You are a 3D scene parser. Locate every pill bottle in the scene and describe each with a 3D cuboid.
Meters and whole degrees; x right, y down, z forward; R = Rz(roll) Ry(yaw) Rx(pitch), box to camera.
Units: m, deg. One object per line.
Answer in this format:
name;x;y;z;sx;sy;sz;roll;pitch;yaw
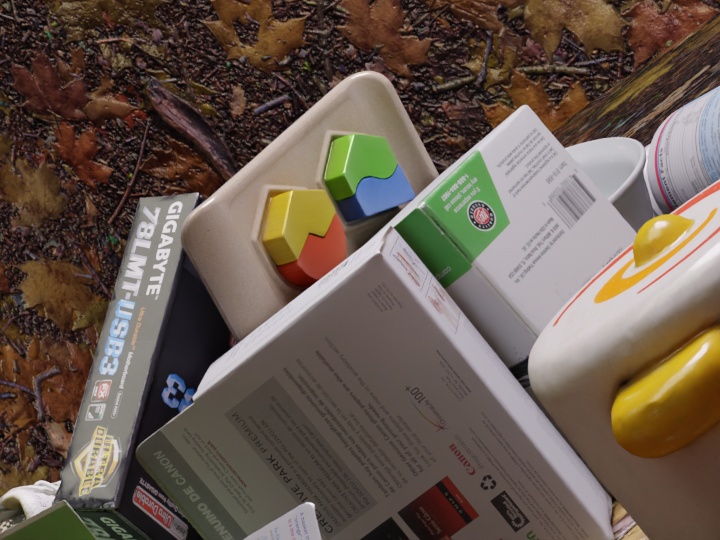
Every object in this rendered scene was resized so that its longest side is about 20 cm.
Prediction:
pill bottle;0.275;-0.080;1.592;0.109;0.109;0.200;-40;4;-24

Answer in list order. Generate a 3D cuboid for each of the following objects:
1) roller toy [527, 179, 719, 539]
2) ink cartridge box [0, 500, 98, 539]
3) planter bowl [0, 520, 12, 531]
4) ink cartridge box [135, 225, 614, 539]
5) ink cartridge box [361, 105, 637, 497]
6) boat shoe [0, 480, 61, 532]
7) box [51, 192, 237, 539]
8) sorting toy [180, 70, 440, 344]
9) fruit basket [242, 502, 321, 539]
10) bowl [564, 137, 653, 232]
roller toy;0.174;0.034;1.027;0.200;0.140;0.182;-41;4;-22
ink cartridge box;-0.106;0.202;1.189;0.048;0.200;0.146;-38;4;-32
planter bowl;-0.159;0.255;1.341;0.200;0.200;0.135;-39;32;-7
ink cartridge box;0.008;0.110;1.204;0.176;0.200;0.084;-37;5;11
ink cartridge box;0.108;0.025;1.295;0.083;0.200;0.147;-39;2;40
boat shoe;-0.182;0.155;1.272;0.200;0.071;0.069;-28;-42;-24
box;-0.086;0.089;1.286;0.050;0.200;0.199;-4;58;28
sorting toy;0.000;0.000;1.304;0.036;0.185;0.200;-14;21;42
fruit basket;-0.074;0.233;1.052;0.200;0.185;0.094;-30;-37;23
bowl;0.131;-0.005;1.576;0.201;0.090;0.201;-28;17;9
